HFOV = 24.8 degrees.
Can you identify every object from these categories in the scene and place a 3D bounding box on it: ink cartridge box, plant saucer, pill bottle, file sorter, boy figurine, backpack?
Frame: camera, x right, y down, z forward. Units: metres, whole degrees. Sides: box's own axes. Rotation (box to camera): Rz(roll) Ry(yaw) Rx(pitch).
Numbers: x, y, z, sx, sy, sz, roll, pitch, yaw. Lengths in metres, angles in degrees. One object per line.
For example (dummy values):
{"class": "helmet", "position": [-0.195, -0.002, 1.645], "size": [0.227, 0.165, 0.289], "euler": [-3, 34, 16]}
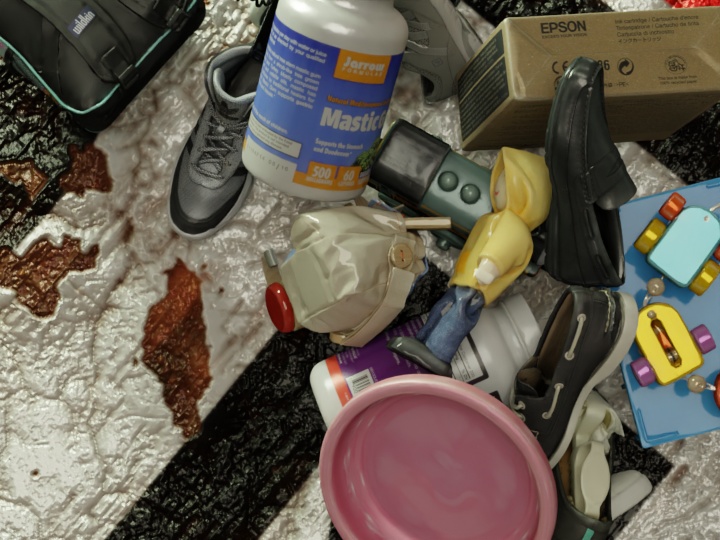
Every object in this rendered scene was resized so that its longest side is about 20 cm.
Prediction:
{"class": "ink cartridge box", "position": [0.196, -0.160, 1.394], "size": [0.198, 0.165, 0.076], "euler": [-5, 81, -13]}
{"class": "plant saucer", "position": [0.065, 0.170, 1.328], "size": [0.199, 0.051, 0.202], "euler": [9, 116, 18]}
{"class": "pill bottle", "position": [0.064, 0.096, 1.422], "size": [0.199, 0.112, 0.113], "euler": [-24, 83, 0]}
{"class": "pill bottle", "position": [-0.024, -0.168, 1.349], "size": [0.111, 0.112, 0.201], "euler": [18, 113, 5]}
{"class": "file sorter", "position": [0.278, 0.039, 1.411], "size": [0.138, 0.123, 0.202], "euler": [-14, 83, 2]}
{"class": "boy figurine", "position": [0.098, -0.008, 1.329], "size": [0.064, 0.124, 0.201], "euler": [30, 89, -5]}
{"class": "backpack", "position": [-0.255, -0.244, 1.456], "size": [0.200, 0.153, 0.176], "euler": [41, 85, -3]}

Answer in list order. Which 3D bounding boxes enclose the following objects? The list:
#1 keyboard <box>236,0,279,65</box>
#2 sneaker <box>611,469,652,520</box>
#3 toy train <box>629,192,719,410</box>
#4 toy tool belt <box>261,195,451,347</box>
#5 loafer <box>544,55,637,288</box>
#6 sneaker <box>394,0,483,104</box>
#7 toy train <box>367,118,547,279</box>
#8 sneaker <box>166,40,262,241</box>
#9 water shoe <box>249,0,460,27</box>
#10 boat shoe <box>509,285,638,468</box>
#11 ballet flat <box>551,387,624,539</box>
{"class": "keyboard", "position": [-0.047, -0.264, 1.435], "size": [0.104, 0.040, 0.201], "euler": [30, 72, -27]}
{"class": "sneaker", "position": [0.152, 0.199, 1.425], "size": [0.199, 0.073, 0.085], "euler": [-21, 85, 2]}
{"class": "toy train", "position": [0.289, 0.034, 1.326], "size": [0.149, 0.056, 0.202], "euler": [-2, 87, 2]}
{"class": "toy tool belt", "position": [0.000, 0.000, 1.415], "size": [0.122, 0.200, 0.126], "euler": [-19, 82, -22]}
{"class": "loafer", "position": [0.185, -0.074, 1.296], "size": [0.070, 0.068, 0.202], "euler": [12, 127, 23]}
{"class": "sneaker", "position": [0.044, -0.214, 1.430], "size": [0.082, 0.200, 0.075], "euler": [-37, 40, 9]}
{"class": "toy train", "position": [0.090, -0.061, 1.437], "size": [0.199, 0.114, 0.086], "euler": [31, 87, 6]}
{"class": "sneaker", "position": [-0.122, -0.125, 1.456], "size": [0.075, 0.114, 0.201], "euler": [26, 86, 6]}
{"class": "water shoe", "position": [-0.001, -0.246, 1.482], "size": [0.198, 0.072, 0.080], "euler": [-20, 81, 1]}
{"class": "boat shoe", "position": [0.155, 0.094, 1.344], "size": [0.060, 0.074, 0.201], "euler": [14, 127, -20]}
{"class": "ballet flat", "position": [0.192, 0.152, 1.383], "size": [0.067, 0.069, 0.201], "euler": [14, 47, -12]}
